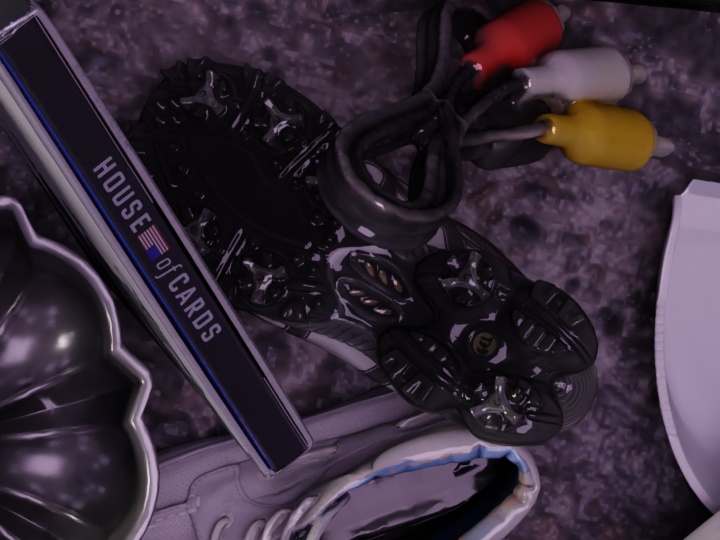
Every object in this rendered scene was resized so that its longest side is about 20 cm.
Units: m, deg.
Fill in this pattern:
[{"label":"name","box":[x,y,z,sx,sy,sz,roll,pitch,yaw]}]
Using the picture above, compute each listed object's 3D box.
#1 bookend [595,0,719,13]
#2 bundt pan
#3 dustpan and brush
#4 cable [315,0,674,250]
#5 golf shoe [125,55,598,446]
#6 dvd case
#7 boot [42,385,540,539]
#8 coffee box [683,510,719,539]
[{"label":"bookend","box":[0.018,-0.145,0.810,0.197,0.200,0.093,6,96,-10]},{"label":"bundt pan","box":[-0.168,0.066,0.859,0.200,0.076,0.204,0,87,-1]},{"label":"dustpan and brush","box":[0.165,0.076,0.931,0.138,0.057,0.201,8,115,-12]},{"label":"cable","box":[0.039,-0.063,0.844,0.050,0.200,0.097,-45,76,27]},{"label":"golf shoe","box":[0.000,0.000,0.875,0.200,0.094,0.078,39,91,17]},{"label":"dvd case","box":[-0.094,-0.037,0.792,0.025,0.150,0.201,-35,131,-8]},{"label":"boot","box":[-0.031,0.096,0.887,0.199,0.096,0.074,-25,101,-5]},{"label":"coffee box","box":[0.218,0.193,0.863,0.197,0.200,0.200,-37,120,-3]}]
